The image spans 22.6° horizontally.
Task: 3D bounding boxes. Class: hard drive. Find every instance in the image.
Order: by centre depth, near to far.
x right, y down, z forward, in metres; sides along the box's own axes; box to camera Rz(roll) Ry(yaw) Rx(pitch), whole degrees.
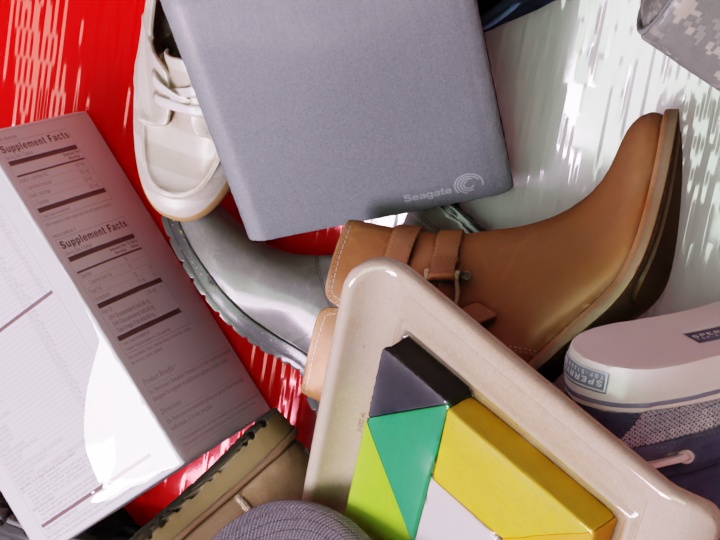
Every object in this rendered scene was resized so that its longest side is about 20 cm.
[{"bbox_3d":[-0.010,-0.102,0.847,0.138,0.033,0.201,-11,138,6],"label":"hard drive"}]

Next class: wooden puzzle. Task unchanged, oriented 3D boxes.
[{"bbox_3d":[0.053,0.116,0.808,0.199,0.037,0.186,36,134,27],"label":"wooden puzzle"}]

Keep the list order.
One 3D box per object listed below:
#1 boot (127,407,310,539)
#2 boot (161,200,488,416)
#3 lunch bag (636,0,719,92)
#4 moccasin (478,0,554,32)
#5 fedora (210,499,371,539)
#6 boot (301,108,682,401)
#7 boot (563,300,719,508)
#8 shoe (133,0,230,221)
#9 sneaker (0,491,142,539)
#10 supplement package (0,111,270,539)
[{"bbox_3d":[-0.035,0.199,0.942,0.175,0.066,0.200,-42,93,-5],"label":"boot"},{"bbox_3d":[0.000,0.000,0.948,0.200,0.068,0.131,46,101,9],"label":"boot"},{"bbox_3d":[0.238,-0.146,0.776,0.167,0.140,0.201,32,112,-4],"label":"lunch bag"},{"bbox_3d":[0.037,-0.148,0.888,0.199,0.068,0.081,-26,90,26],"label":"moccasin"},{"bbox_3d":[-0.021,0.214,0.845,0.177,0.090,0.200,-51,34,7],"label":"fedora"},{"bbox_3d":[0.067,-0.001,0.878,0.154,0.077,0.202,18,87,20],"label":"boot"},{"bbox_3d":[0.178,0.065,0.829,0.073,0.198,0.091,-141,48,-60],"label":"boot"},{"bbox_3d":[-0.088,-0.127,0.927,0.069,0.053,0.202,6,88,21],"label":"shoe"},{"bbox_3d":[-0.139,0.179,1.023,0.198,0.075,0.080,15,108,20],"label":"sneaker"},{"bbox_3d":[-0.161,0.030,0.983,0.113,0.109,0.201,-33,87,25],"label":"supplement package"}]
